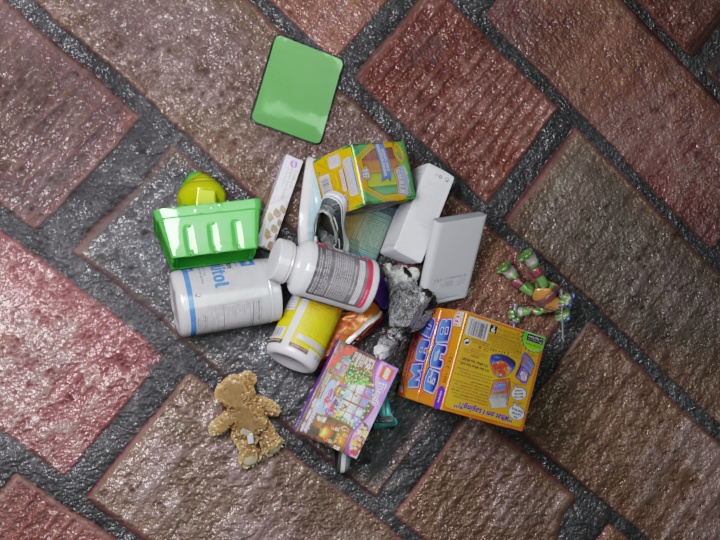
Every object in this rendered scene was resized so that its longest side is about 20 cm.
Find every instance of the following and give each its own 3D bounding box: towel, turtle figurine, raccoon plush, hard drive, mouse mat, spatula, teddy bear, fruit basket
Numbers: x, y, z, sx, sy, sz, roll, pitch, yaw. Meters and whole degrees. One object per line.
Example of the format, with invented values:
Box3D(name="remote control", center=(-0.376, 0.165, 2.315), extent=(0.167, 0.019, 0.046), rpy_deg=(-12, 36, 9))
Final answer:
Box3D(name="towel", center=(-0.020, -0.076, 1.705), extent=(0.147, 0.022, 0.200), rpy_deg=(25, 79, -17))
Box3D(name="turtle figurine", center=(0.384, 0.065, 1.768), extent=(0.200, 0.144, 0.194), rpy_deg=(-41, 97, -18))
Box3D(name="raccoon plush", center=(0.061, 0.069, 1.645), extent=(0.134, 0.097, 0.200), rpy_deg=(36, 58, 28))
Box3D(name="hard drive", center=(0.192, -0.023, 1.702), extent=(0.132, 0.026, 0.200), rpy_deg=(-11, 124, -33))
Box3D(name="mouse mat", center=(-0.131, -0.379, 1.684), extent=(0.161, 0.008, 0.200), rpy_deg=(18, 82, -17))
Box3D(name="spatula", center=(0.000, 0.000, 1.680), extent=(0.200, 0.021, 0.057), rpy_deg=(46, 46, -13))
Box3D(name="teddy bear", center=(-0.229, 0.298, 1.611), extent=(0.145, 0.067, 0.200), rpy_deg=(-40, 107, -6))
Box3D(name="fruit basket", center=(-0.295, -0.112, 1.531), extent=(0.215, 0.156, 0.216), rpy_deg=(3, 74, -13))

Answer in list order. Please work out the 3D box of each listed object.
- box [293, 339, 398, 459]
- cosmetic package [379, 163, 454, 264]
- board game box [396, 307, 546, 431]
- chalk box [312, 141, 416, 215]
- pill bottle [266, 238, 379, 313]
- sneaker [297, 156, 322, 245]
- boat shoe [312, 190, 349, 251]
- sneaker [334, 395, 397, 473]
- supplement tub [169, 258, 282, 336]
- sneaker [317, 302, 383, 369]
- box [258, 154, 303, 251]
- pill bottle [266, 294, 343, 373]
Box3D(name="box", center=(-0.028, 0.257, 1.609), extent=(0.137, 0.039, 0.200), rpy_deg=(26, 83, -10))
Box3D(name="cosmetic package", center=(0.118, -0.118, 1.709), extent=(0.074, 0.102, 0.200), rpy_deg=(25, 80, -15))
Box3D(name="board game box", center=(0.227, 0.201, 1.674), extent=(0.200, 0.200, 0.200), rpy_deg=(19, 83, -22))
Box3D(name="chalk box", center=(0.025, -0.187, 1.635), extent=(0.200, 0.124, 0.125), rpy_deg=(-14, 89, -43))
Box3D(name="pill bottle", center=(-0.073, 0.006, 1.530), extent=(0.200, 0.111, 0.111), rpy_deg=(17, 83, -21))
Box3D(name="sneaker", center=(-0.084, -0.133, 1.652), extent=(0.082, 0.074, 0.200), rpy_deg=(7, 87, -4))
Box3D(name="boat shoe", center=(-0.068, -0.067, 1.587), extent=(0.072, 0.200, 0.071), rpy_deg=(21, 50, 20))
Box3D(name="sneaker", center=(0.015, 0.327, 1.676), extent=(0.121, 0.084, 0.200), rpy_deg=(10, 84, -8))
Box3D(name="supplement tub", center=(-0.264, 0.051, 1.564), extent=(0.200, 0.132, 0.132), rpy_deg=(-10, 91, -19))
Box3D(name="sneaker", center=(-0.045, 0.134, 1.676), extent=(0.200, 0.073, 0.077), rpy_deg=(-40, 72, -13))
Box3D(name="box", center=(-0.170, -0.137, 1.647), extent=(0.039, 0.041, 0.200), rpy_deg=(21, 83, -16))
Box3D(name="pill bottle", center=(-0.102, 0.097, 1.616), extent=(0.109, 0.109, 0.200), rpy_deg=(31, 67, -15))
